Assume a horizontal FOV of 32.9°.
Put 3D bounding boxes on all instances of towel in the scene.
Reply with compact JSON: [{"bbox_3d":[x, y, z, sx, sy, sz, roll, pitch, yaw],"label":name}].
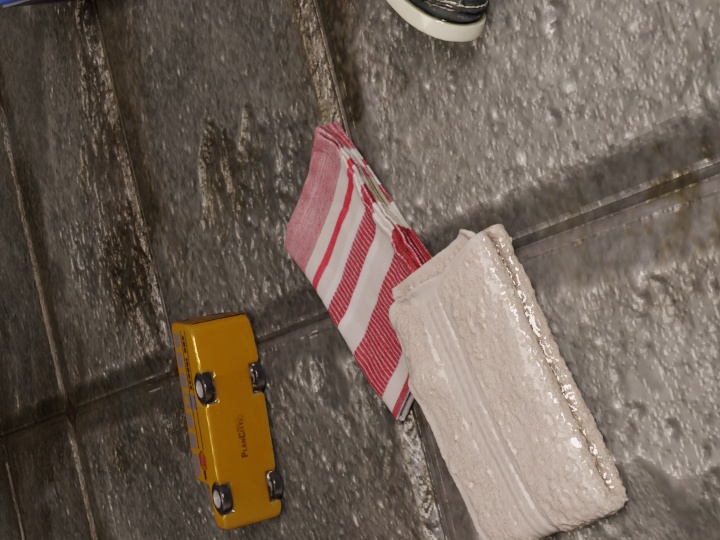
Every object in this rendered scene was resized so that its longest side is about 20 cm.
[{"bbox_3d":[0.000,0.000,0.951,0.200,0.023,0.144,57,145,34],"label":"towel"},{"bbox_3d":[0.087,0.080,0.791,0.133,0.034,0.200,-43,68,54],"label":"towel"}]

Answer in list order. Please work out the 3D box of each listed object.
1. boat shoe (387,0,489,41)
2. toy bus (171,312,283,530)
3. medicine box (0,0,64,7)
[{"bbox_3d":[0.019,-0.227,0.787,0.199,0.074,0.066,55,141,36],"label":"boat shoe"},{"bbox_3d":[-0.131,0.145,1.187,0.078,0.065,0.200,-1,99,61],"label":"toy bus"},{"bbox_3d":[-0.337,-0.397,1.331,0.182,0.103,0.200,13,111,59],"label":"medicine box"}]
